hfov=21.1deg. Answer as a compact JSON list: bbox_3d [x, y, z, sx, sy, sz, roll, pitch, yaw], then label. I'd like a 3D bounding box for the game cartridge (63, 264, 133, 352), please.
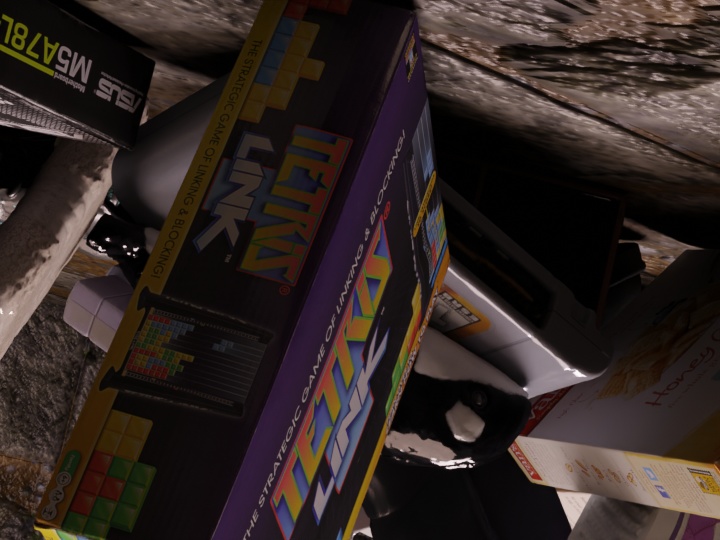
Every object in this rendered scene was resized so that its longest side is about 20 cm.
[{"bbox_3d":[-0.056,0.034,1.061,0.130,0.038,0.200,37,-158,22],"label":"game cartridge"}]

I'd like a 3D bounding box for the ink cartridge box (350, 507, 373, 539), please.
[{"bbox_3d":[0.047,0.112,1.276,0.067,0.201,0.116,28,151,-25],"label":"ink cartridge box"}]

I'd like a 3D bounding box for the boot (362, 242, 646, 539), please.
[{"bbox_3d":[0.083,0.096,0.978,0.200,0.169,0.076,-28,-169,-19],"label":"boot"}]

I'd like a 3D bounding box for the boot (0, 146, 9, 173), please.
[{"bbox_3d":[-0.251,-0.056,0.868,0.174,0.069,0.200,20,171,-10],"label":"boot"}]

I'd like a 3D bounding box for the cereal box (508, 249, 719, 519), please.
[{"bbox_3d":[0.160,0.045,0.859,0.040,0.144,0.200,54,161,-14],"label":"cereal box"}]

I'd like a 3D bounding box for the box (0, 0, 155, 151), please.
[{"bbox_3d":[-0.213,-0.103,0.758,0.199,0.048,0.193,12,173,25],"label":"box"}]

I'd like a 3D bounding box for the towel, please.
[{"bbox_3d":[-0.163,-0.008,0.942,0.034,0.133,0.200,33,153,-6],"label":"towel"}]

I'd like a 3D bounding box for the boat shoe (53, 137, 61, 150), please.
[{"bbox_3d":[-0.074,-0.030,1.046,0.200,0.062,0.075,19,174,-29],"label":"boat shoe"}]

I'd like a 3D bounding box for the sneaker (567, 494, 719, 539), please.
[{"bbox_3d":[0.174,0.115,0.925,0.114,0.201,0.073,48,146,-16],"label":"sneaker"}]

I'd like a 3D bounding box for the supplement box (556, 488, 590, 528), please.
[{"bbox_3d":[0.165,0.094,1.158,0.199,0.126,0.074,-2,146,36],"label":"supplement box"}]

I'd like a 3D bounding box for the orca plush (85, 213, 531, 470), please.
[{"bbox_3d":[-0.030,0.043,0.804,0.200,0.071,0.105,32,147,-13],"label":"orca plush"}]

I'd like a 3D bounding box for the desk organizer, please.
[{"bbox_3d":[0.017,-0.020,0.891,0.199,0.072,0.077,14,172,2],"label":"desk organizer"}]

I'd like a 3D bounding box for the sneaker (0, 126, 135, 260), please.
[{"bbox_3d":[-0.181,-0.057,1.087,0.200,0.076,0.079,11,164,-38],"label":"sneaker"}]

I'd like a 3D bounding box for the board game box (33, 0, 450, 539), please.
[{"bbox_3d":[-0.028,0.033,0.652,0.057,0.200,0.165,15,155,13],"label":"board game box"}]

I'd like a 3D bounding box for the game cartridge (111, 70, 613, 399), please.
[{"bbox_3d":[-0.005,-0.003,0.821,0.200,0.042,0.133,39,141,-23],"label":"game cartridge"}]
